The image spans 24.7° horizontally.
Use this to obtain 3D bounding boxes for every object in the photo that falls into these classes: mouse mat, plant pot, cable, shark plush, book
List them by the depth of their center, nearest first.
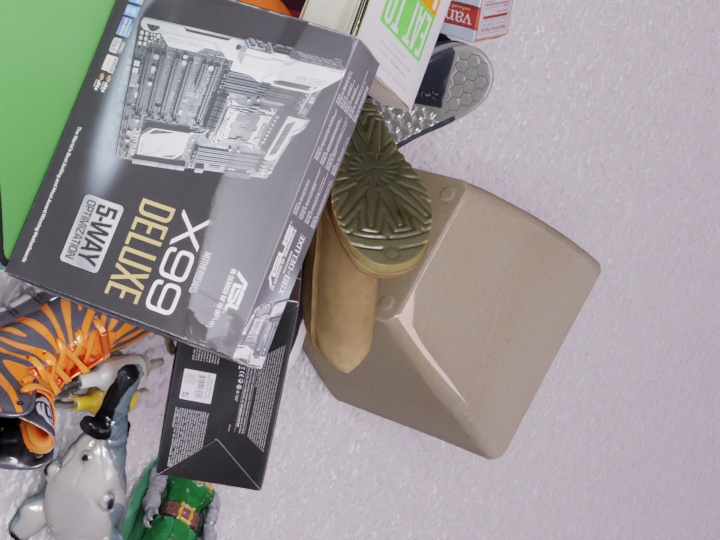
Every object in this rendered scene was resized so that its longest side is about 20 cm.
[{"bbox_3d":[-0.170,-0.117,0.972,0.161,0.008,0.200,-46,147,-49],"label":"mouse mat"},{"bbox_3d":[-0.216,0.079,1.138,0.200,0.050,0.097,-30,130,-50],"label":"cable"},{"bbox_3d":[0.033,-0.226,1.140,0.134,0.048,0.200,30,79,-63],"label":"book"},{"bbox_3d":[-0.194,0.134,1.175,0.083,0.091,0.200,-57,159,-48],"label":"shark plush"},{"bbox_3d":[0.050,0.011,1.401,0.200,0.200,0.177,-60,138,-15],"label":"plant pot"}]

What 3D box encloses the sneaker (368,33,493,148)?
[{"bbox_3d":[-0.009,-0.135,1.301,0.202,0.146,0.077,-21,115,-8],"label":"sneaker"}]

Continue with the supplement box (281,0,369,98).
[{"bbox_3d":[-0.013,-0.235,1.210,0.061,0.109,0.200,27,84,-60],"label":"supplement box"}]

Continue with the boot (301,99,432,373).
[{"bbox_3d":[0.000,0.000,1.171,0.066,0.175,0.200,-3,135,-10],"label":"boot"}]

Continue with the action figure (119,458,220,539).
[{"bbox_3d":[-0.149,0.212,1.274,0.118,0.055,0.200,35,41,-21],"label":"action figure"}]

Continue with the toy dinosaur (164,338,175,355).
[{"bbox_3d":[-0.166,-0.007,1.126,0.088,0.047,0.200,-48,134,-49],"label":"toy dinosaur"}]

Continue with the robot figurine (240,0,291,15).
[{"bbox_3d":[-0.085,-0.110,1.100,0.117,0.200,0.144,-1,144,-22],"label":"robot figurine"}]

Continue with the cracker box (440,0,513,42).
[{"bbox_3d":[0.062,-0.290,1.270,0.058,0.134,0.200,-21,126,-53],"label":"cracker box"}]

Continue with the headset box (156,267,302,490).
[{"bbox_3d":[-0.086,0.034,1.146,0.200,0.075,0.149,-90,-168,-65],"label":"headset box"}]

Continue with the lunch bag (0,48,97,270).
[{"bbox_3d":[-0.234,-0.090,0.977,0.160,0.077,0.200,-12,118,-56],"label":"lunch bag"}]

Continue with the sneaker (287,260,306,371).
[{"bbox_3d":[-0.074,-0.006,1.291,0.112,0.073,0.200,2,107,-58],"label":"sneaker"}]

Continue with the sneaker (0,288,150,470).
[{"bbox_3d":[-0.191,0.066,1.038,0.200,0.112,0.078,-24,134,-14],"label":"sneaker"}]

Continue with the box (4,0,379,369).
[{"bbox_3d":[-0.098,-0.060,0.969,0.200,0.158,0.050,-68,160,-6],"label":"box"}]
